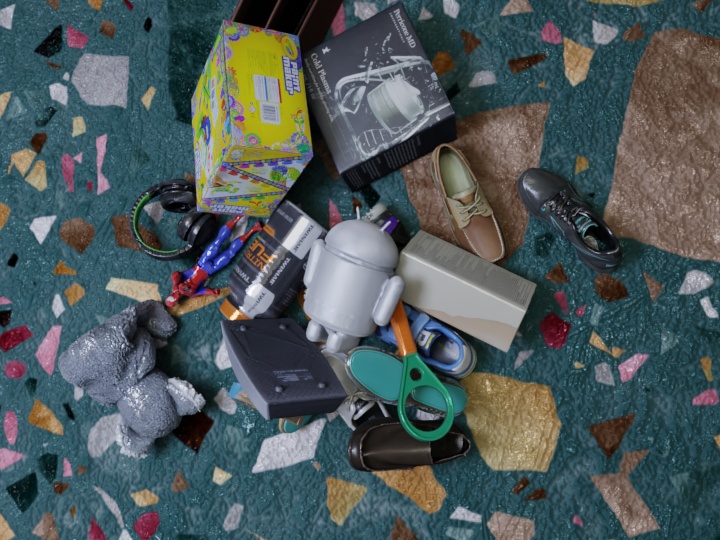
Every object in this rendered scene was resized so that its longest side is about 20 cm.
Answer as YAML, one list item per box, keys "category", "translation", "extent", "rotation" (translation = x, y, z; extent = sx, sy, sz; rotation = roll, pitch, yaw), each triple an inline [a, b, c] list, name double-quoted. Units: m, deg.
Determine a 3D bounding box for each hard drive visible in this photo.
- category: "hard drive"
  translation: [-0.115, 0.135, 1.034]
  extent: [0.200, 0.132, 0.043]
  rotation: [47, 128, 49]

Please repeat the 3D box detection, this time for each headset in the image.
- category: "headset"
  translation: [-0.279, -0.102, 1.188]
  extent: [0.198, 0.094, 0.125]
  rotation: [-30, 79, -12]

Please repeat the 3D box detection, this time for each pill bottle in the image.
- category: "pill bottle"
  translation: [-0.135, 0.000, 1.144]
  extent: [0.105, 0.106, 0.202]
  rotation: [36, 90, 12]

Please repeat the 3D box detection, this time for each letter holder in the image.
- category: "letter holder"
  translation: [-0.120, -0.409, 1.173]
  extent: [0.099, 0.142, 0.203]
  rotation: [27, 88, 12]

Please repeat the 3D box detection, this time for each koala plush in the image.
- category: "koala plush"
  translation: [-0.349, 0.176, 1.138]
  extent: [0.176, 0.184, 0.202]
  rotation: [-35, 90, 4]

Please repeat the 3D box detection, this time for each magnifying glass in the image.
- category: "magnifying glass"
  translation: [0.076, 0.140, 1.042]
  extent: [0.078, 0.022, 0.204]
  rotation: [-13, 75, -12]

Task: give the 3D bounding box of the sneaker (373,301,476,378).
- category: "sneaker"
  translation: [0.084, 0.093, 1.106]
  extent: [0.197, 0.082, 0.075]
  rotation: [26, 90, 13]

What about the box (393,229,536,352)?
- category: "box"
  translation: [0.150, 0.027, 1.086]
  extent: [0.197, 0.095, 0.079]
  rotation: [26, 122, 13]

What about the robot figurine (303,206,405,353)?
- category: "robot figurine"
  translation: [-0.012, 0.015, 1.055]
  extent: [0.167, 0.112, 0.204]
  rotation: [23, 100, 29]

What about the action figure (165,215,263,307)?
- category: "action figure"
  translation: [-0.236, -0.004, 1.167]
  extent: [0.200, 0.099, 0.065]
  rotation: [-43, 119, 5]

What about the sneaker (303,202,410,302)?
- category: "sneaker"
  translation: [0.000, 0.000, 1.139]
  extent: [0.099, 0.070, 0.201]
  rotation: [42, 92, 10]

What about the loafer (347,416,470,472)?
- category: "loafer"
  translation: [0.074, 0.244, 1.045]
  extent: [0.196, 0.071, 0.075]
  rotation: [-3, 85, -29]

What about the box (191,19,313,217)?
- category: "box"
  translation: [-0.168, -0.215, 1.087]
  extent: [0.120, 0.192, 0.204]
  rotation: [3, 67, -27]

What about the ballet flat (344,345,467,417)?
- category: "ballet flat"
  translation: [0.061, 0.167, 1.084]
  extent: [0.197, 0.074, 0.076]
  rotation: [25, 87, -11]

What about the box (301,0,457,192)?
- category: "box"
  translation: [0.023, -0.264, 1.142]
  extent: [0.194, 0.124, 0.203]
  rotation: [-26, 79, 4]

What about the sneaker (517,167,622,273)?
- category: "sneaker"
  translation: [0.315, -0.085, 1.090]
  extent: [0.075, 0.079, 0.200]
  rotation: [-45, 77, 2]

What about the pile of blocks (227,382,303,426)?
- category: "pile of blocks"
  translation: [-0.146, 0.175, 1.097]
  extent: [0.081, 0.198, 0.063]
  rotation: [33, 72, -30]

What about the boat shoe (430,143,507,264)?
- category: "boat shoe"
  translation: [0.159, -0.103, 1.121]
  extent: [0.075, 0.074, 0.203]
  rotation: [-28, 79, 6]

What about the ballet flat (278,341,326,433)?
- category: "ballet flat"
  translation: [-0.074, 0.157, 1.145]
  extent: [0.063, 0.068, 0.202]
  rotation: [32, 87, 40]

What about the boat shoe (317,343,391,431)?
- category: "boat shoe"
  translation: [0.000, 0.194, 1.088]
  extent: [0.073, 0.065, 0.201]
  rotation: [-41, 98, -6]
